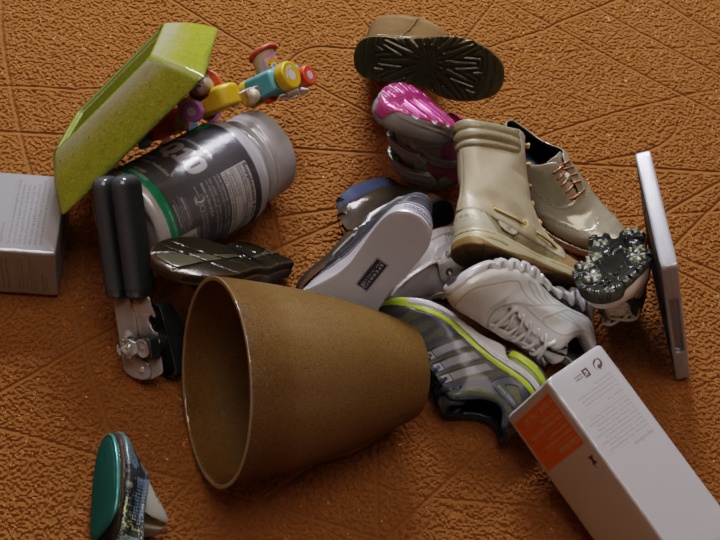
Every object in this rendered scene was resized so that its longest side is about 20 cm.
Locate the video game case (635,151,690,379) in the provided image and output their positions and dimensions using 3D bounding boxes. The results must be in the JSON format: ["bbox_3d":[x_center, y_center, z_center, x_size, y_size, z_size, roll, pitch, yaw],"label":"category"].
[{"bbox_3d":[0.305,-0.002,1.308,0.017,0.201,0.144,-11,52,10],"label":"video game case"}]

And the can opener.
[{"bbox_3d":[-0.214,0.007,1.237,0.052,0.202,0.066,-1,14,34],"label":"can opener"}]

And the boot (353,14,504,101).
[{"bbox_3d":[0.082,-0.251,1.476,0.173,0.067,0.200,14,18,4],"label":"boot"}]

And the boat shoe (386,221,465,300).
[{"bbox_3d":[0.096,-0.004,1.348,0.199,0.071,0.069,-32,64,-31],"label":"boat shoe"}]

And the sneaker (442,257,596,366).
[{"bbox_3d":[0.166,0.047,1.276,0.199,0.075,0.082,19,46,-35],"label":"sneaker"}]

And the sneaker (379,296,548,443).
[{"bbox_3d":[0.086,0.095,1.273,0.199,0.074,0.081,26,57,13],"label":"sneaker"}]

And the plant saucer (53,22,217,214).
[{"bbox_3d":[-0.234,-0.169,1.302,0.048,0.199,0.200,44,15,-18],"label":"plant saucer"}]

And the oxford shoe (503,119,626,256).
[{"bbox_3d":[0.218,-0.087,1.431,0.200,0.074,0.071,39,56,19],"label":"oxford shoe"}]

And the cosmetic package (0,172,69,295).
[{"bbox_3d":[-0.395,-0.041,1.288,0.198,0.072,0.102,5,52,-7],"label":"cosmetic package"}]

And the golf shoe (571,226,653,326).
[{"bbox_3d":[0.262,0.016,1.299,0.076,0.089,0.200,-8,10,19],"label":"golf shoe"}]

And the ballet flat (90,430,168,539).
[{"bbox_3d":[-0.200,0.237,1.125,0.073,0.075,0.202,3,54,-8],"label":"ballet flat"}]

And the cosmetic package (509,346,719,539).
[{"bbox_3d":[0.233,0.182,1.176,0.071,0.102,0.201,-29,75,-27],"label":"cosmetic package"}]

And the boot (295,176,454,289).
[{"bbox_3d":[-0.005,-0.030,1.367,0.199,0.075,0.097,-31,42,-24],"label":"boot"}]

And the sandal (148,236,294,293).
[{"bbox_3d":[-0.134,0.005,1.271,0.081,0.055,0.200,26,12,21],"label":"sandal"}]

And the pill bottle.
[{"bbox_3d":[-0.166,-0.084,1.330,0.113,0.114,0.199,39,48,19],"label":"pill bottle"}]

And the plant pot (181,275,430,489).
[{"bbox_3d":[-0.044,0.098,1.196,0.198,0.187,0.188,-1,52,-27],"label":"plant pot"}]

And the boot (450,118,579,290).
[{"bbox_3d":[0.166,-0.060,1.340,0.199,0.072,0.157,21,58,-38],"label":"boot"}]

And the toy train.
[{"bbox_3d":[-0.148,-0.190,1.385,0.198,0.150,0.056,-21,94,-13],"label":"toy train"}]

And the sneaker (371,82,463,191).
[{"bbox_3d":[0.068,-0.131,1.384,0.081,0.088,0.199,47,15,33],"label":"sneaker"}]

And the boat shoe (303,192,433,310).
[{"bbox_3d":[0.000,0.000,1.272,0.071,0.200,0.068,36,27,-8],"label":"boat shoe"}]
